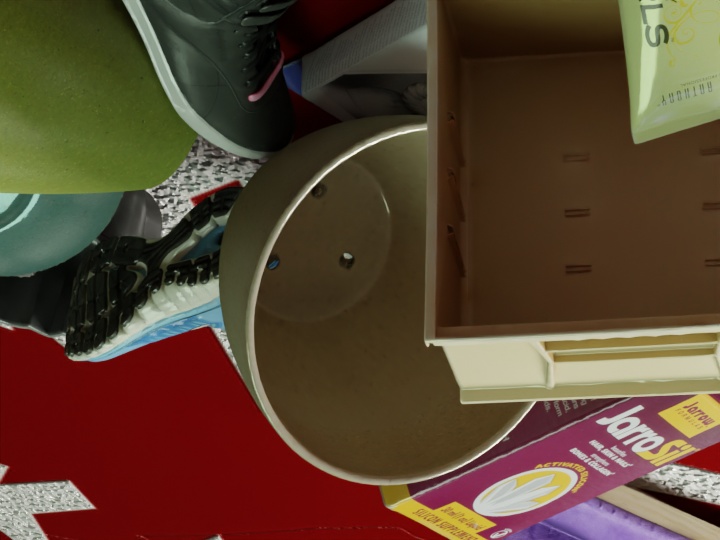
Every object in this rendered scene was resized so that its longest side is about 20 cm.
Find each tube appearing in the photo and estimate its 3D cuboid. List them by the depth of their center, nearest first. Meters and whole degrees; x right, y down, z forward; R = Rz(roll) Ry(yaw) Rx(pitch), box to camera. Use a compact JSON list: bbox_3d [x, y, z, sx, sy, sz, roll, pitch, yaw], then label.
[{"bbox_3d":[0.141,-0.154,1.123,0.058,0.052,0.201,8,127,37],"label":"tube"}]

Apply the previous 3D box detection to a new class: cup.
[{"bbox_3d":[0.000,0.000,1.386,0.200,0.201,0.143,35,178,-31],"label":"cup"}]

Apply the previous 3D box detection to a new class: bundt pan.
[{"bbox_3d":[-0.216,-0.035,1.640,0.200,0.076,0.202,15,154,7],"label":"bundt pan"}]

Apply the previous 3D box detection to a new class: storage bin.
[{"bbox_3d":[0.135,-0.047,1.217,0.197,0.201,0.094,-3,156,9],"label":"storage bin"}]

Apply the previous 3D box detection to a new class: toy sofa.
[{"bbox_3d":[0.190,0.205,1.827,0.199,0.098,0.083,24,154,-11],"label":"toy sofa"}]

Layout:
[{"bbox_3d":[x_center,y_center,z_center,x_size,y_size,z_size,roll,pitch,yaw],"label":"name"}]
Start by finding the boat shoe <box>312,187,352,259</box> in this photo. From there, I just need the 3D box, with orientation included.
[{"bbox_3d":[0.031,-0.013,1.547,0.199,0.071,0.069,32,164,-30],"label":"boat shoe"}]

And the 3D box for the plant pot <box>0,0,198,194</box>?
[{"bbox_3d":[-0.190,-0.117,1.381,0.199,0.189,0.187,19,157,-35],"label":"plant pot"}]

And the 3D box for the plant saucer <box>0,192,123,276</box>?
[{"bbox_3d":[-0.238,-0.077,1.501,0.199,0.039,0.202,6,120,10],"label":"plant saucer"}]

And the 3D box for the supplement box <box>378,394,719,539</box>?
[{"bbox_3d":[0.113,0.076,1.507,0.199,0.104,0.131,-26,152,18],"label":"supplement box"}]

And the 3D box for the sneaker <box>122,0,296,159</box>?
[{"bbox_3d":[-0.060,-0.132,1.343,0.099,0.071,0.201,3,140,34],"label":"sneaker"}]

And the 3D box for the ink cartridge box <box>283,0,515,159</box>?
[{"bbox_3d":[0.070,-0.078,1.418,0.199,0.041,0.200,30,151,-23],"label":"ink cartridge box"}]

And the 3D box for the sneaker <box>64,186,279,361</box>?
[{"bbox_3d":[-0.103,0.020,1.530,0.199,0.079,0.090,-20,143,40],"label":"sneaker"}]
